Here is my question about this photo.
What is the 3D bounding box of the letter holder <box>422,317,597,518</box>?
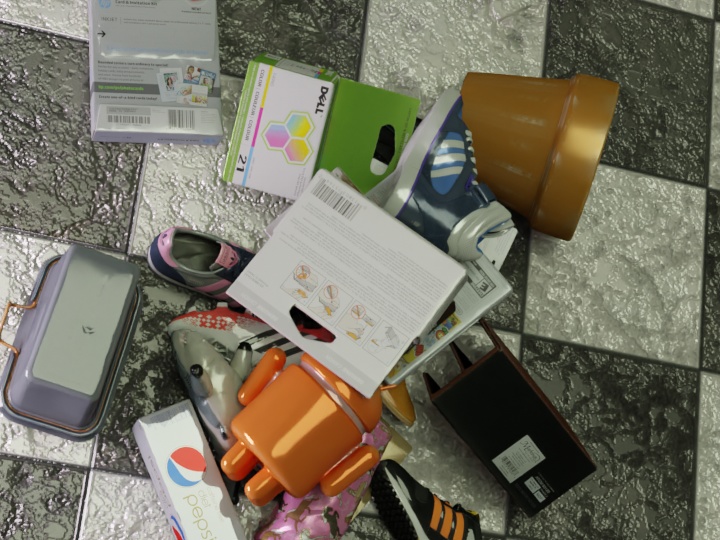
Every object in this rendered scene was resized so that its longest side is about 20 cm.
[{"bbox_3d":[0.167,0.163,1.695,0.100,0.142,0.200,-37,111,7],"label":"letter holder"}]

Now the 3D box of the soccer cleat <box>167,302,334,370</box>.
[{"bbox_3d":[-0.123,0.093,1.640,0.198,0.069,0.086,10,61,-8],"label":"soccer cleat"}]

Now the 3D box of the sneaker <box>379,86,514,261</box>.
[{"bbox_3d":[0.117,-0.101,1.657,0.146,0.081,0.201,31,57,-7],"label":"sneaker"}]

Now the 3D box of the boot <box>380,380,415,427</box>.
[{"bbox_3d":[0.049,0.066,1.692,0.144,0.071,0.202,-35,80,0],"label":"boot"}]

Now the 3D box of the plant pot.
[{"bbox_3d":[0.200,-0.159,1.772,0.182,0.200,0.201,18,69,5],"label":"plant pot"}]

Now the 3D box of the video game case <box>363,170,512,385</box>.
[{"bbox_3d":[0.045,0.004,1.670,0.182,0.023,0.200,-38,76,-6],"label":"video game case"}]

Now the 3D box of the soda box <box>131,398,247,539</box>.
[{"bbox_3d":[-0.184,0.249,1.588,0.063,0.068,0.201,-20,81,-21],"label":"soda box"}]

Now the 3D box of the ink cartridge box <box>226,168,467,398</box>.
[{"bbox_3d":[-0.014,0.016,1.551,0.199,0.045,0.177,36,79,13],"label":"ink cartridge box"}]

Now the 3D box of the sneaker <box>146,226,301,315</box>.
[{"bbox_3d":[-0.146,0.002,1.662,0.199,0.082,0.071,15,70,-13],"label":"sneaker"}]

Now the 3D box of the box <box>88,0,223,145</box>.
[{"bbox_3d":[-0.246,-0.252,1.726,0.155,0.041,0.202,0,76,-18],"label":"box"}]

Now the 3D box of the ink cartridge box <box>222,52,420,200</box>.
[{"bbox_3d":[-0.044,-0.155,1.685,0.199,0.076,0.149,15,106,2],"label":"ink cartridge box"}]

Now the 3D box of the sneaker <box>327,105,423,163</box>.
[{"bbox_3d":[0.012,-0.188,1.761,0.199,0.075,0.080,24,106,-14],"label":"sneaker"}]

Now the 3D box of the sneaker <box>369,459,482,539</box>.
[{"bbox_3d":[0.090,0.290,1.664,0.090,0.070,0.201,-35,95,-27],"label":"sneaker"}]

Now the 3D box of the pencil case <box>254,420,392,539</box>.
[{"bbox_3d":[-0.042,0.243,1.612,0.086,0.083,0.201,37,68,-16],"label":"pencil case"}]

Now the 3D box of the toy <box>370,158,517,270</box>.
[{"bbox_3d":[0.077,-0.040,1.761,0.199,0.047,0.116,27,83,-2],"label":"toy"}]

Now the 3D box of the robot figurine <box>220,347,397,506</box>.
[{"bbox_3d":[-0.060,0.161,1.549,0.200,0.144,0.117,-42,127,-10],"label":"robot figurine"}]

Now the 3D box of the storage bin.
[{"bbox_3d":[-0.315,0.065,1.563,0.145,0.134,0.201,20,69,-11],"label":"storage bin"}]

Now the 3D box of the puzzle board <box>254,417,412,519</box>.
[{"bbox_3d":[-0.057,0.192,1.673,0.200,0.017,0.151,44,68,-1],"label":"puzzle board"}]

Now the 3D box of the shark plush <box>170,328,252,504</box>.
[{"bbox_3d":[-0.157,0.160,1.616,0.091,0.083,0.201,-40,118,-44],"label":"shark plush"}]

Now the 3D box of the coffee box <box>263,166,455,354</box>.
[{"bbox_3d":[0.000,0.000,1.620,0.114,0.080,0.200,-39,76,-5],"label":"coffee box"}]
